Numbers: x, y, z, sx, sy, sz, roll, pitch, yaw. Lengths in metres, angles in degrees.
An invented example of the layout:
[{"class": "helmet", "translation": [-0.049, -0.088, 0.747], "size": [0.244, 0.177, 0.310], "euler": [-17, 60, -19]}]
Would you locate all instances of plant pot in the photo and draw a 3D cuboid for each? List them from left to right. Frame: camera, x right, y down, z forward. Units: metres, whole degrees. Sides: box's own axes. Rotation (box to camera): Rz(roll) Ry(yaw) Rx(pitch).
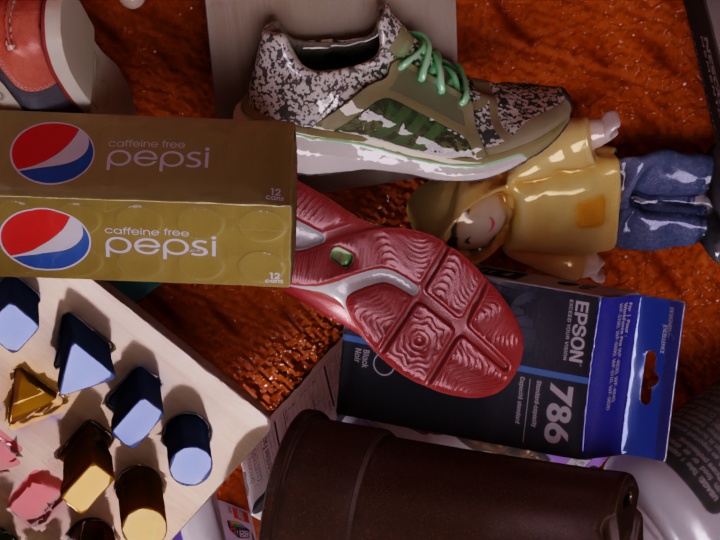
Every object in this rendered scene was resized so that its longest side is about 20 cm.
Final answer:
[{"class": "plant pot", "translation": [0.057, 0.185, 1.679], "size": [0.197, 0.201, 0.201], "euler": [2, 125, 15]}]

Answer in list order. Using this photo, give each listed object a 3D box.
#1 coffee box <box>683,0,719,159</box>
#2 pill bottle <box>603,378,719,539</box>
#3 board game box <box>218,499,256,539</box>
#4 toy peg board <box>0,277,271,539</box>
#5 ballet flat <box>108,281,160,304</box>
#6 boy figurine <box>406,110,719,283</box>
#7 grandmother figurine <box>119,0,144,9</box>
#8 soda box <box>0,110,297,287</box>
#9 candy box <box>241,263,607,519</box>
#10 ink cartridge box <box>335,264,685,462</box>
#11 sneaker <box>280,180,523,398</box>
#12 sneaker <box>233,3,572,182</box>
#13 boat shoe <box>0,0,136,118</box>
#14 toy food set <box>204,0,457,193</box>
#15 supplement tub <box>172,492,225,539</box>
[{"class": "coffee box", "translation": [0.299, -0.135, 1.694], "size": [0.199, 0.080, 0.115], "euler": [-15, 96, -1]}, {"class": "pill bottle", "translation": [0.222, 0.137, 1.812], "size": [0.199, 0.114, 0.114], "euler": [-32, 126, -20]}, {"class": "board game box", "translation": [-0.123, 0.261, 1.859], "size": [0.034, 0.127, 0.201], "euler": [23, 115, -23]}, {"class": "toy peg board", "translation": [-0.182, 0.112, 1.616], "size": [0.200, 0.098, 0.199], "euler": [39, 102, -19]}, {"class": "ballet flat", "translation": [-0.172, 0.005, 1.714], "size": [0.200, 0.074, 0.074], "euler": [-44, 126, -21]}, {"class": "boy figurine", "translation": [0.129, -0.043, 1.751], "size": [0.198, 0.065, 0.125], "euler": [-1, 130, -13]}, {"class": "grandmother figurine", "translation": [-0.143, -0.206, 1.602], "size": [0.199, 0.061, 0.122], "euler": [-30, 109, 6]}, {"class": "soda box", "translation": [-0.133, -0.039, 1.560], "size": [0.198, 0.064, 0.068], "euler": [1, 139, -1]}, {"class": "candy box", "translation": [0.050, 0.104, 1.824], "size": [0.167, 0.072, 0.200], "euler": [32, 111, -26]}, {"class": "ink cartridge box", "translation": [0.086, 0.051, 1.700], "size": [0.199, 0.039, 0.100], "euler": [8, 99, 19]}, {"class": "sneaker", "translation": [0.000, 0.000, 1.677], "size": [0.199, 0.116, 0.079], "euler": [35, 89, -11]}, {"class": "sneaker", "translation": [0.026, -0.104, 1.628], "size": [0.198, 0.077, 0.089], "euler": [-2, 122, -14]}, {"class": "boat shoe", "translation": [-0.168, -0.090, 1.610], "size": [0.062, 0.072, 0.200], "euler": [-5, 152, 9]}, {"class": "toy food set", "translation": [-0.018, -0.128, 1.681], "size": [0.142, 0.061, 0.201], "euler": [-9, 132, -5]}, {"class": "supplement tub", "translation": [-0.191, 0.131, 1.752], "size": [0.199, 0.146, 0.146], "euler": [-14, 124, -2]}]
